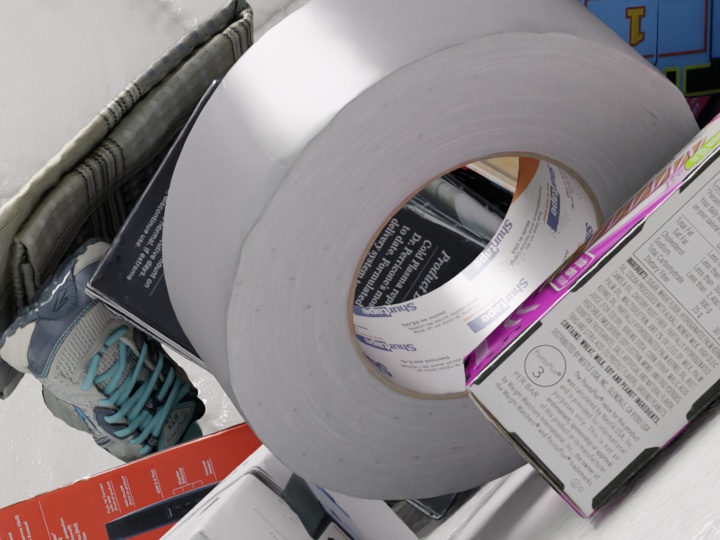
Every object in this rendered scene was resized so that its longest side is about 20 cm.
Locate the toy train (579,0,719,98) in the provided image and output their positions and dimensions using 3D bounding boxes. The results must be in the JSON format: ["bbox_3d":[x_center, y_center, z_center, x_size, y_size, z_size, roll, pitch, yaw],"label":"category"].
[{"bbox_3d":[0.084,-0.121,0.871,0.200,0.114,0.087,-9,15,-29],"label":"toy train"}]

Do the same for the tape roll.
[{"bbox_3d":[0.030,-0.013,0.811,0.200,0.200,0.066,-44,42,3],"label":"tape roll"}]

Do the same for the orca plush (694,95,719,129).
[{"bbox_3d":[0.219,-0.108,1.042,0.200,0.071,0.105,-19,51,35],"label":"orca plush"}]

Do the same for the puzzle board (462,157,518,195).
[{"bbox_3d":[0.078,-0.072,1.102,0.151,0.200,0.017,-15,-49,-52],"label":"puzzle board"}]

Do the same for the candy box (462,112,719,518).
[{"bbox_3d":[0.124,-0.013,0.731,0.200,0.061,0.136,-43,-1,2],"label":"candy box"}]

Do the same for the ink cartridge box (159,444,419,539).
[{"bbox_3d":[-0.063,0.150,0.844,0.146,0.086,0.200,-44,1,11],"label":"ink cartridge box"}]

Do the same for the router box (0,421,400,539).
[{"bbox_3d":[-0.088,0.123,1.101,0.179,0.049,0.200,-20,-9,13],"label":"router box"}]

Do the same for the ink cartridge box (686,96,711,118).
[{"bbox_3d":[0.093,-0.153,0.982,0.146,0.200,0.085,-55,38,-2],"label":"ink cartridge box"}]

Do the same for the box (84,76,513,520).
[{"bbox_3d":[0.000,0.000,1.063,0.124,0.196,0.200,-56,-2,12],"label":"box"}]

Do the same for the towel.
[{"bbox_3d":[-0.122,-0.028,1.117,0.200,0.035,0.193,-45,-13,-22],"label":"towel"}]

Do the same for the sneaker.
[{"bbox_3d":[-0.117,0.050,1.093,0.078,0.086,0.200,-50,-15,-10],"label":"sneaker"}]
